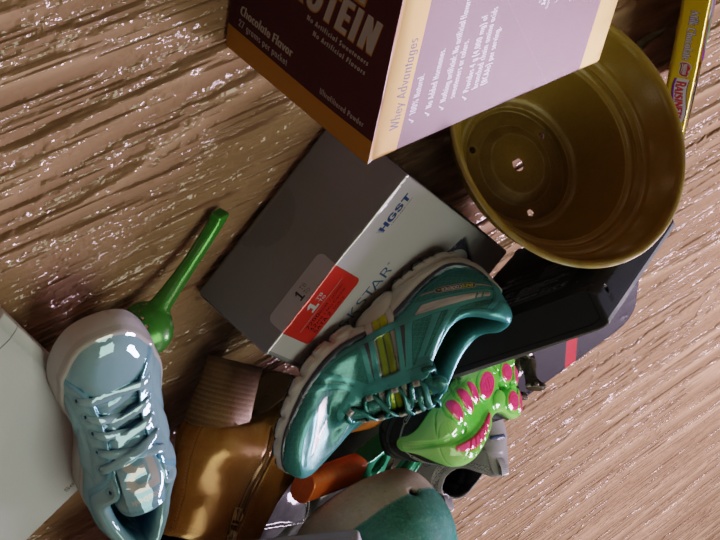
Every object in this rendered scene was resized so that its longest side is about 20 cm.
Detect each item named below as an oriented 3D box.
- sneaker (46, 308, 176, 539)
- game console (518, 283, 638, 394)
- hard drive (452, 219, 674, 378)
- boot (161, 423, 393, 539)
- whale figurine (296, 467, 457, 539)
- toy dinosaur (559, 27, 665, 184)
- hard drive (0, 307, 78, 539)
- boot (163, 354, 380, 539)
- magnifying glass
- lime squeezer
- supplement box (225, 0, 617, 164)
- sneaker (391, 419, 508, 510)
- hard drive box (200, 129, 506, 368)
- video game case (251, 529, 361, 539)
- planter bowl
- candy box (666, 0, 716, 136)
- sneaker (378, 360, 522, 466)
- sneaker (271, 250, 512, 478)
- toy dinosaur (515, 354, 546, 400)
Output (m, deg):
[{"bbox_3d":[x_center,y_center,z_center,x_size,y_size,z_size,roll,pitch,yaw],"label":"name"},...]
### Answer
[{"bbox_3d":[-0.145,0.108,0.990,0.074,0.082,0.200,-26,144,-20],"label":"sneaker"},{"bbox_3d":[0.198,0.029,1.490,0.177,0.031,0.200,-33,147,-18],"label":"game console"},{"bbox_3d":[0.150,0.010,1.189,0.140,0.033,0.200,-22,-169,31],"label":"hard drive"},{"bbox_3d":[-0.074,0.169,1.253,0.200,0.073,0.182,17,110,-52],"label":"boot"},{"bbox_3d":[-0.002,0.244,1.199,0.159,0.104,0.200,-10,141,-53],"label":"whale figurine"},{"bbox_3d":[0.195,-0.107,1.251,0.200,0.077,0.102,-47,165,5],"label":"toy dinosaur"},{"bbox_3d":[-0.235,0.108,0.987,0.132,0.027,0.200,-44,151,-9],"label":"hard drive"},{"bbox_3d":[-0.068,0.148,1.173,0.201,0.071,0.144,18,85,-49],"label":"boot"},{"bbox_3d":[0.006,0.150,1.220,0.200,0.022,0.080,-11,129,-62],"label":"magnifying glass"},{"bbox_3d":[-0.143,0.050,1.048,0.071,0.038,0.200,-62,174,-60],"label":"lime squeezer"},{"bbox_3d":[0.049,-0.202,0.892,0.200,0.133,0.197,-26,145,-35],"label":"supplement box"},{"bbox_3d":[0.055,0.173,1.351,0.075,0.082,0.200,-2,157,-34],"label":"sneaker"},{"bbox_3d":[0.000,0.000,1.128,0.156,0.077,0.200,-52,151,5],"label":"hard drive box"},{"bbox_3d":[-0.081,0.267,1.139,0.200,0.022,0.182,-7,126,9],"label":"video game case"},{"bbox_3d":[0.134,-0.088,1.147,0.200,0.200,0.083,-31,180,-29],"label":"planter bowl"},{"bbox_3d":[0.271,-0.198,1.265,0.200,0.026,0.102,88,16,-52],"label":"candy box"},{"bbox_3d":[0.070,0.096,1.206,0.200,0.084,0.077,-24,105,-65],"label":"sneaker"},{"bbox_3d":[0.020,0.070,1.077,0.200,0.080,0.078,-44,151,-8],"label":"sneaker"},{"bbox_3d":[0.120,0.061,1.358,0.077,0.102,0.200,-2,163,4],"label":"toy dinosaur"}]
